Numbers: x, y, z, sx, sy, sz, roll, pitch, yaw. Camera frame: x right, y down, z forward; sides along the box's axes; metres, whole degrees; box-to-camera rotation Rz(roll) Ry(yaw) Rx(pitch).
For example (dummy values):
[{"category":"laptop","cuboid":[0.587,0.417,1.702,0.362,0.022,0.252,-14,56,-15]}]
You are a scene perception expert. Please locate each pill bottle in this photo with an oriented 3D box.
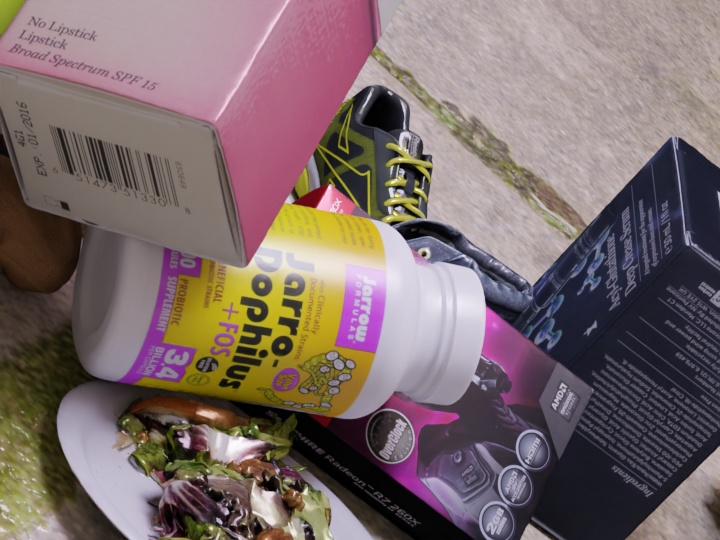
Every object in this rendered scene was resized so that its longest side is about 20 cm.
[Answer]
[{"category":"pill bottle","cuboid":[-0.040,0.018,1.453,0.199,0.105,0.105,10,35,-21]}]

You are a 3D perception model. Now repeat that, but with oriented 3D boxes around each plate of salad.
[{"category":"plate of salad","cuboid":[-0.058,0.111,1.397,0.199,0.048,0.200,32,18,-12]}]

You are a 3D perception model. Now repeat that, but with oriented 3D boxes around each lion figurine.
[{"category":"lion figurine","cuboid":[-0.184,-0.031,1.431,0.200,0.072,0.123,26,53,-49]}]

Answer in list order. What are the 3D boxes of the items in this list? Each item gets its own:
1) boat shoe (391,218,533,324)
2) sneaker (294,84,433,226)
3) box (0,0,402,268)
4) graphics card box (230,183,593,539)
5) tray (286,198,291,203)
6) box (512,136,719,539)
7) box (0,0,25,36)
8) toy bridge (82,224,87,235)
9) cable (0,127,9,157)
[{"category":"boat shoe","cuboid":[0.000,0.000,1.635,0.199,0.091,0.071,27,19,-23]},{"category":"sneaker","cuboid":[0.009,-0.042,1.751,0.074,0.085,0.201,24,30,-37]},{"category":"box","cuboid":[-0.075,-0.120,1.383,0.127,0.109,0.201,15,55,19]},{"category":"graphics card box","cuboid":[0.021,0.062,1.561,0.200,0.051,0.126,39,59,-14]},{"category":"tray","cuboid":[-0.099,-0.080,1.719,0.107,0.022,0.201,20,32,-42]},{"category":"box","cuboid":[0.166,0.047,1.706,0.107,0.200,0.149,35,23,-15]},{"category":"box","cuboid":[-0.239,-0.151,1.440,0.199,0.048,0.122,23,-7,3]},{"category":"toy bridge","cuboid":[-0.080,-0.089,1.539,0.067,0.200,0.027,28,24,-35]},{"category":"cable","cuboid":[-0.196,-0.115,1.582,0.097,0.050,0.200,38,23,-7]}]
